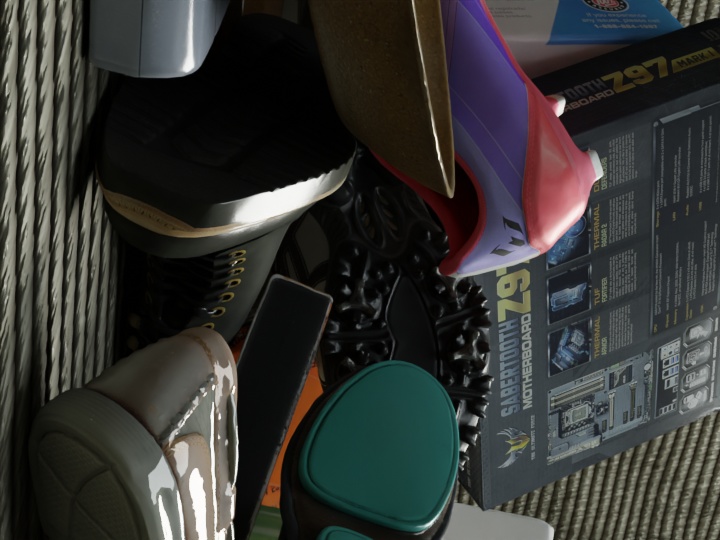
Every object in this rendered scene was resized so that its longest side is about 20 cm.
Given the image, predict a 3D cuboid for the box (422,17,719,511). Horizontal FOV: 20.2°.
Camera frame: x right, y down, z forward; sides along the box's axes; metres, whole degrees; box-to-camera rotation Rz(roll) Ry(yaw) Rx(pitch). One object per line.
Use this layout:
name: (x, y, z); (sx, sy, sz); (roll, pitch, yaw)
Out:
box: (0.108, 0.000, 0.922); (0.051, 0.157, 0.201); (48, -27, 46)

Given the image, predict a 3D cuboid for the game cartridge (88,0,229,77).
game cartridge: (-0.048, -0.156, 0.638); (0.200, 0.040, 0.134); (-79, -178, -48)

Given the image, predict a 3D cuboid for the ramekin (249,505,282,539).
ramekin: (-0.059, 0.175, 1.033); (0.200, 0.097, 0.201); (9, 90, -88)

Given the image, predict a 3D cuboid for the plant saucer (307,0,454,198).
plant saucer: (0.002, -0.122, 0.670); (0.200, 0.035, 0.201); (-7, 90, -84)

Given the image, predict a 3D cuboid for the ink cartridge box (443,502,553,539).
ink cartridge box: (0.033, 0.236, 1.030); (0.146, 0.084, 0.201); (116, -14, -57)

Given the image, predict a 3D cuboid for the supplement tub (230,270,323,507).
supplement tub: (-0.023, 0.015, 0.984); (0.200, 0.122, 0.123); (-80, 179, -54)

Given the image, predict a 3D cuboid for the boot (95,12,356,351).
boot: (-0.057, -0.003, 0.718); (0.139, 0.077, 0.200); (-65, 172, 21)

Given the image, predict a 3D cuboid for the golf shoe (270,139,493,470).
golf shoe: (0.000, 0.000, 0.865); (0.094, 0.077, 0.201); (154, -74, -69)

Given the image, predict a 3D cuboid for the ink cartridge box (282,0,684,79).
ink cartridge box: (0.046, -0.125, 0.975); (0.200, 0.145, 0.084); (-121, -146, -48)

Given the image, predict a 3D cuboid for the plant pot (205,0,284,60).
plant pot: (-0.049, -0.141, 0.864); (0.200, 0.027, 0.201); (10, 90, -89)

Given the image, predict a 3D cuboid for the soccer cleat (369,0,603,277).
soccer cleat: (0.017, -0.090, 0.800); (0.200, 0.076, 0.067); (57, -26, 8)

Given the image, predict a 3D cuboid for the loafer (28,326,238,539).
loafer: (-0.062, 0.100, 0.656); (0.063, 0.072, 0.200); (-41, 151, -34)

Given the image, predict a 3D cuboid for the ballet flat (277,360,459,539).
ballet flat: (-0.008, 0.109, 0.742); (0.200, 0.073, 0.073); (-75, 175, -58)

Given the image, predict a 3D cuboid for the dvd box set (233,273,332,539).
dvd box set: (-0.066, 0.116, 0.824); (0.200, 0.029, 0.147); (113, -3, -49)
